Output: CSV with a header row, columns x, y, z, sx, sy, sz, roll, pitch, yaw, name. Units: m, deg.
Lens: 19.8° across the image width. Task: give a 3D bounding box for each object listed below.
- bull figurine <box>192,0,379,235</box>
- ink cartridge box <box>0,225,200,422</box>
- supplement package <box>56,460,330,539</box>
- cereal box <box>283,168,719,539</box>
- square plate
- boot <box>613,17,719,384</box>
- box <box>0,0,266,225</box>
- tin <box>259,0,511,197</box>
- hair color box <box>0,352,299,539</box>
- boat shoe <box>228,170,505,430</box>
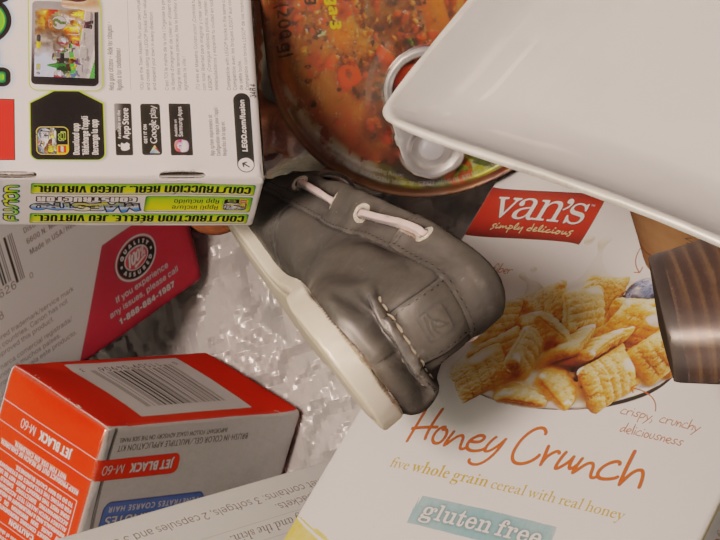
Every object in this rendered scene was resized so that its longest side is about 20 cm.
x,y,z,sx,sy,sz,roll,pitch,yaw,name
-0.036,-0.115,0.810,0.121,0.065,0.200,-1,92,36,bull figurine
-0.157,-0.054,0.810,0.086,0.148,0.200,15,128,41,ink cartridge box
-0.019,0.197,0.731,0.200,0.152,0.151,47,129,29,supplement package
0.067,0.053,0.670,0.144,0.040,0.200,8,56,39,cereal box
0.140,-0.077,0.599,0.200,0.028,0.198,25,66,33,square plate
0.155,-0.035,0.630,0.146,0.070,0.200,-11,46,5,boot
-0.094,-0.112,0.714,0.035,0.110,0.200,111,157,-63,box
0.018,-0.123,0.711,0.112,0.042,0.200,-5,115,2,tin
-0.107,0.138,0.843,0.064,0.111,0.200,29,109,36,hair color box
0.000,0.000,0.699,0.057,0.200,0.067,-35,109,-3,boat shoe
